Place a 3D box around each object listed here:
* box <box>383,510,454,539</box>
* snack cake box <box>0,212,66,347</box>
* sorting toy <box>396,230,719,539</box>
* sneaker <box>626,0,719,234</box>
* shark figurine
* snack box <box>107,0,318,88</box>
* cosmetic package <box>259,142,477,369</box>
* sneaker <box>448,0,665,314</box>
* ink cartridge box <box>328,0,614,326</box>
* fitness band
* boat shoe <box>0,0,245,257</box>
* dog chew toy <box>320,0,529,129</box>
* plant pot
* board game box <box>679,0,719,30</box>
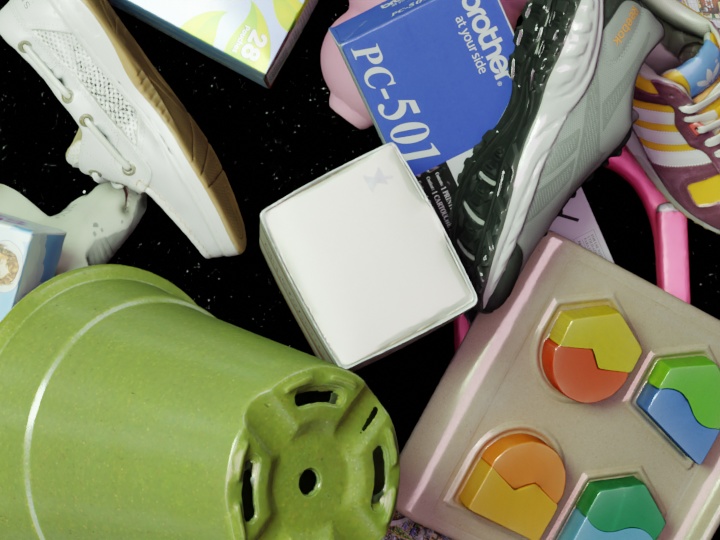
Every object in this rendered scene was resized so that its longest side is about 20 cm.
[{"bbox_3d":[-0.001,0.201,1.362,0.136,0.038,0.200,32,47,-4],"label":"box"},{"bbox_3d":[-0.252,0.059,1.341,0.114,0.067,0.201,16,93,10],"label":"snack cake box"},{"bbox_3d":[0.139,0.097,1.389,0.199,0.036,0.186,27,95,-21],"label":"sorting toy"},{"bbox_3d":[0.195,-0.094,1.385,0.200,0.090,0.075,42,74,-7],"label":"sneaker"},{"bbox_3d":[-0.232,0.005,1.421,0.213,0.090,0.129,-2,53,-8],"label":"shark figurine"},{"bbox_3d":[-0.081,-0.239,1.438,0.168,0.068,0.201,29,88,2],"label":"snack box"},{"bbox_3d":[0.000,0.000,1.356,0.087,0.200,0.104,-27,86,-5],"label":"cosmetic package"},{"bbox_3d":[0.109,-0.065,1.318,0.079,0.074,0.201,16,106,-24],"label":"sneaker"},{"bbox_3d":[0.066,-0.068,1.370,0.094,0.044,0.201,-26,111,0],"label":"ink cartridge box"},{"bbox_3d":[0.127,0.014,1.439,0.143,0.037,0.201,0,85,0],"label":"fitness band"},{"bbox_3d":[-0.142,-0.083,1.400,0.069,0.071,0.200,-32,103,8],"label":"boat shoe"},{"bbox_3d":[0.049,-0.172,1.413,0.124,0.125,0.200,37,95,2],"label":"dog chew toy"},{"bbox_3d":[-0.083,0.102,1.277,0.199,0.189,0.201,-4,96,-43],"label":"plant pot"},{"bbox_3d":[0.244,-0.101,1.454,0.104,0.023,0.201,-28,87,-3],"label":"board game box"}]
